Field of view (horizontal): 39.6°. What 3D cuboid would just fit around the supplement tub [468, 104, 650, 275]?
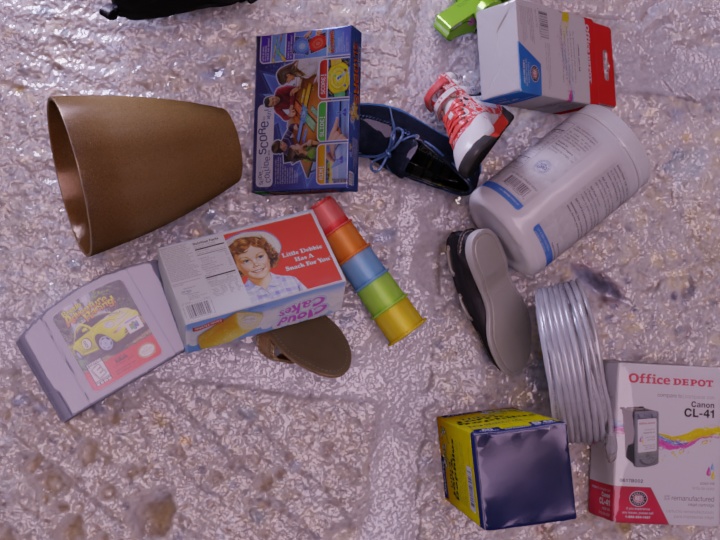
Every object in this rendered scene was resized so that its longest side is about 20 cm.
[{"bbox_3d":[0.249,-0.100,1.259,0.200,0.132,0.132,-37,91,-9],"label":"supplement tub"}]

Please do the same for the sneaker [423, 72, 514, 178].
[{"bbox_3d":[0.119,-0.183,1.229,0.108,0.201,0.067,37,119,2],"label":"sneaker"}]

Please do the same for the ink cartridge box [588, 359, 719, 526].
[{"bbox_3d":[0.376,0.218,1.275,0.147,0.086,0.201,4,87,-7],"label":"ink cartridge box"}]

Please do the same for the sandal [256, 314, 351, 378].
[{"bbox_3d":[-0.101,0.077,1.237,0.211,0.070,0.078,33,54,15],"label":"sandal"}]

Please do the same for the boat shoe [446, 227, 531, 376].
[{"bbox_3d":[0.160,0.040,1.269,0.074,0.060,0.201,-34,112,-30],"label":"boat shoe"}]

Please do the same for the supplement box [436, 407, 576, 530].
[{"bbox_3d":[0.167,0.229,1.187,0.108,0.200,0.110,-6,87,-8],"label":"supplement box"}]

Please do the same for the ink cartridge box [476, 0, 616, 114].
[{"bbox_3d":[0.241,-0.266,1.276,0.199,0.067,0.117,1,85,-42],"label":"ink cartridge box"}]

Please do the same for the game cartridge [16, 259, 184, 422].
[{"bbox_3d":[-0.308,0.077,1.219,0.200,0.041,0.133,-31,86,-9],"label":"game cartridge"}]

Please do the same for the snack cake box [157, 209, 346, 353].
[{"bbox_3d":[-0.131,0.010,1.194,0.199,0.067,0.115,-15,57,-18],"label":"snack cake box"}]

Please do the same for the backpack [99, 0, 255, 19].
[{"bbox_3d":[-0.234,-0.419,1.208,0.199,0.154,0.191,-9,77,-5],"label":"backpack"}]

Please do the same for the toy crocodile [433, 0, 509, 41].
[{"bbox_3d":[0.185,-0.363,1.309,0.200,0.062,0.068,-37,52,-7],"label":"toy crocodile"}]

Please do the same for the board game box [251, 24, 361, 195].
[{"bbox_3d":[-0.068,-0.196,1.239,0.135,0.034,0.201,0,85,24],"label":"board game box"}]

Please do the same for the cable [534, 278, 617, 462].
[{"bbox_3d":[0.257,0.111,1.215,0.069,0.200,0.201,-11,117,11],"label":"cable"}]

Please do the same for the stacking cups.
[{"bbox_3d":[0.000,0.000,1.255,0.060,0.061,0.200,-37,89,-9],"label":"stacking cups"}]

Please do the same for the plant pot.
[{"bbox_3d":[-0.249,-0.129,1.185,0.199,0.186,0.187,-15,88,-24],"label":"plant pot"}]

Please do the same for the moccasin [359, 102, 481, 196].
[{"bbox_3d":[0.061,-0.153,1.254,0.199,0.081,0.068,17,39,-5],"label":"moccasin"}]
